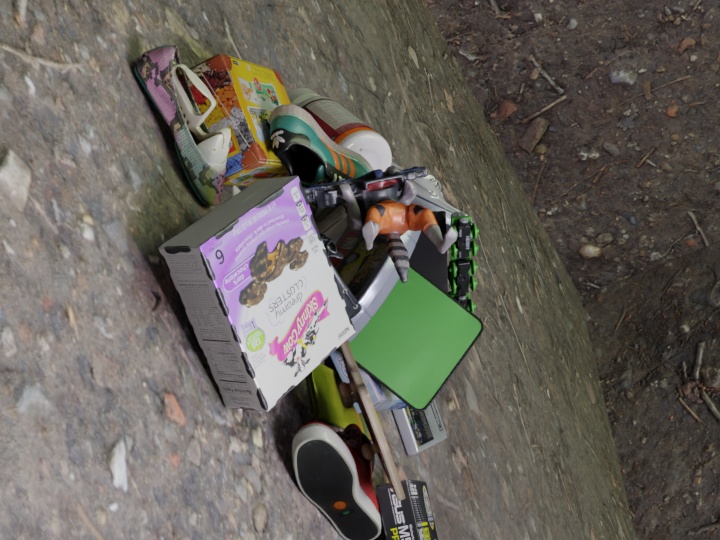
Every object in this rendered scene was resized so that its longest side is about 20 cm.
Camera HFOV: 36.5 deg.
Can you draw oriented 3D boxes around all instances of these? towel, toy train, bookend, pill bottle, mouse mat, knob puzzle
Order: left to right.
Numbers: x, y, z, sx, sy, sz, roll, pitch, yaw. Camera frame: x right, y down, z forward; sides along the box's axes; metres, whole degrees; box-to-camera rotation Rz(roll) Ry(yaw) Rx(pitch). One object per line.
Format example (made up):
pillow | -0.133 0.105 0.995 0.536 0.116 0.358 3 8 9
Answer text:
pill bottle | -0.048 -0.189 1.605 0.200 0.110 0.110 43 -4 45
towel | -0.019 0.181 1.508 0.200 0.018 0.087 36 35 -59
knob puzzle | 0.005 0.188 1.319 0.220 0.030 0.222 159 -89 -85
mouse mat | 0.052 0.075 1.493 0.199 0.161 0.008 38 -17 5
bookend | 0.081 0.032 1.618 0.199 0.091 0.203 80 10 -79
toy train | 0.143 0.003 1.565 0.057 0.041 0.202 -104 -170 -55

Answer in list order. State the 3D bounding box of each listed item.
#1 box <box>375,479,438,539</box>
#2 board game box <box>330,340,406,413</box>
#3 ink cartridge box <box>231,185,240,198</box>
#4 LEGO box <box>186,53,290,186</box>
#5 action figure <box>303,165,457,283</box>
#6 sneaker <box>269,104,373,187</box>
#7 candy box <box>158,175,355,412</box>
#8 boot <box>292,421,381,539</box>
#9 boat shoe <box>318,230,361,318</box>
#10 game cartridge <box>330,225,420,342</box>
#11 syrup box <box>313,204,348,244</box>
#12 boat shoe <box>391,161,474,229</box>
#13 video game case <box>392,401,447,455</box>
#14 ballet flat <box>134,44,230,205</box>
box | 0.072 0.359 1.433 0.200 0.044 0.162 51 27 -74
board game box | 0.002 0.106 1.583 0.202 0.043 0.199 65 15 14
ink cartridge box | -0.127 0.008 1.316 0.201 0.067 0.117 54 22 -40
LEGO box | -0.152 -0.196 1.465 0.151 0.076 0.200 70 17 4
action figure | 0.006 -0.063 1.360 0.194 0.197 0.106 -129 -148 -64
sneaker | -0.050 -0.131 1.447 0.199 0.071 0.081 36 42 -35
candy box | -0.107 0.024 1.194 0.168 0.071 0.202 -40 119 -42
boot | -0.030 0.222 1.349 0.145 0.072 0.201 -92 162 -48
boat shoe | -0.057 -0.019 1.309 0.202 0.062 0.075 65 -9 -18
game cartridge | 0.000 0.000 1.438 0.041 0.132 0.201 45 67 -34
syrup box | -0.021 -0.062 1.623 0.082 0.079 0.200 48 14 -15
boat shoe | 0.093 -0.118 1.659 0.198 0.067 0.074 27 -9 1
video game case | 0.077 0.191 1.775 0.182 0.023 0.202 3 67 -71
ballet flat | -0.200 -0.177 1.314 0.202 0.071 0.069 65 17 -11
